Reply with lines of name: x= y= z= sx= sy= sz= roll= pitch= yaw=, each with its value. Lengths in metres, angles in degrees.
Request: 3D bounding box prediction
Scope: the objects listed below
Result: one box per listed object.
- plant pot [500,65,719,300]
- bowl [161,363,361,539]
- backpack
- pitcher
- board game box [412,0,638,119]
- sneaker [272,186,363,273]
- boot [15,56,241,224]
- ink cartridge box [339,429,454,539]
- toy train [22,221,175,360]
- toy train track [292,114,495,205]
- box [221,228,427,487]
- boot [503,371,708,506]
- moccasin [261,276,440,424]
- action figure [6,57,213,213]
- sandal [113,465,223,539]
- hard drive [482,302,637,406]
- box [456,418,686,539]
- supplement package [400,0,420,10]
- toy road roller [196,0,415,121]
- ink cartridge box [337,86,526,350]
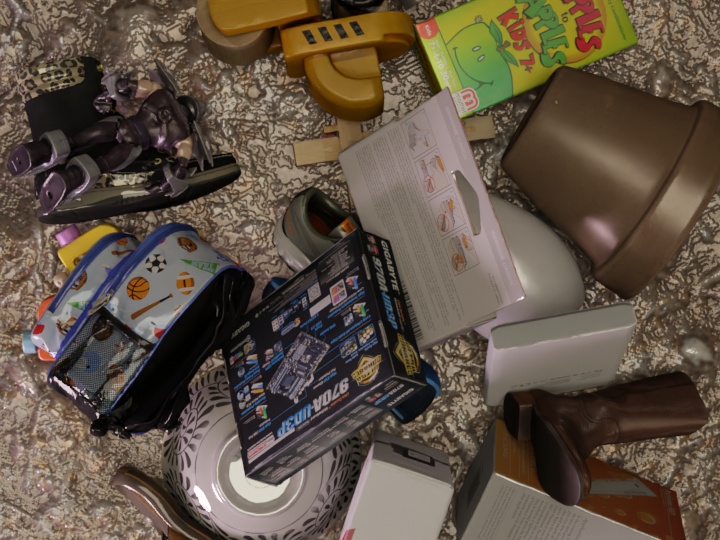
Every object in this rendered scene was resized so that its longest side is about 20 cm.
plant pot: x=0.231 y=-0.100 z=1.651 sx=0.174 sy=0.200 sz=0.201 roll=31 pitch=92 yaw=-1
bowl: x=-0.096 y=0.188 z=1.704 sx=0.200 sy=0.094 sz=0.202 roll=0 pitch=93 yaw=-3
backpack: x=-0.193 y=0.048 z=1.606 sx=0.154 sy=0.200 sz=0.191 roll=43 pitch=92 yaw=6
pitcher: x=0.104 y=-0.006 z=1.698 sx=0.200 sy=0.121 sz=0.171 roll=44 pitch=129 yaw=-9
board game box: x=0.157 y=-0.227 z=1.701 sx=0.199 sy=0.048 sz=0.102 roll=-24 pitch=94 yaw=-7
sneaker: x=0.000 y=0.000 z=1.671 sx=0.200 sy=0.079 sz=0.074 roll=41 pitch=50 yaw=13
boot: x=-0.226 y=-0.135 z=1.689 sx=0.203 sy=0.073 sz=0.154 roll=-12 pitch=80 yaw=-17
ink cartridge box: x=0.027 y=0.242 z=1.661 sx=0.083 sy=0.200 sz=0.146 roll=18 pitch=93 yaw=1
toy train: x=-0.231 y=0.024 z=1.712 sx=0.199 sy=0.056 sz=0.151 roll=-5 pitch=99 yaw=-1
toy train track: x=0.032 y=-0.126 z=1.724 sx=0.199 sy=0.033 sz=0.115 roll=-8 pitch=87 yaw=-7
box: x=-0.039 y=0.080 z=1.598 sx=0.200 sy=0.046 sz=0.159 roll=-37 pitch=51 yaw=30
boot: x=0.256 y=0.154 z=1.660 sx=0.199 sy=0.187 sz=0.064 roll=-3 pitch=117 yaw=-15
moccasin: x=-0.017 y=0.083 z=1.708 sx=0.200 sy=0.080 sz=0.068 roll=35 pitch=105 yaw=0
action figure: x=-0.220 y=-0.121 z=1.617 sx=0.200 sy=0.069 sz=0.130 roll=-26 pitch=73 yaw=-34
sandal: x=-0.174 y=0.273 z=1.707 sx=0.200 sy=0.082 sz=0.055 roll=44 pitch=64 yaw=-2
hard drive: x=0.184 y=0.081 z=1.659 sx=0.131 sy=0.200 sz=0.027 roll=-10 pitch=72 yaw=-2
box: x=0.201 y=0.243 z=1.694 sx=0.199 sy=0.124 sz=0.098 roll=22 pitch=110 yaw=-4
supplement package: x=0.092 y=-0.357 z=1.665 sx=0.200 sy=0.120 sz=0.121 roll=-37 pitch=95 yaw=0
toy road roller: x=-0.047 y=-0.211 z=1.656 sx=0.199 sy=0.123 sz=0.147 roll=-10 pitch=83 yaw=-1
ink cartridge box: x=0.073 y=-0.045 z=1.577 sx=0.045 sy=0.176 sz=0.201 roll=-14 pitch=81 yaw=-40
